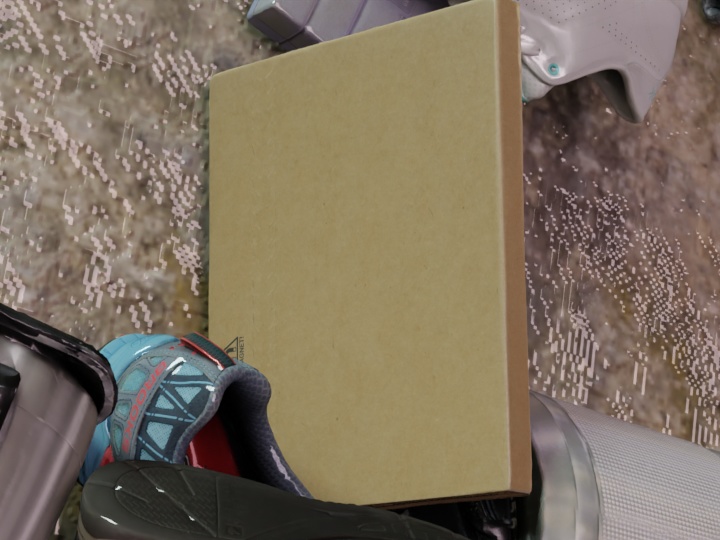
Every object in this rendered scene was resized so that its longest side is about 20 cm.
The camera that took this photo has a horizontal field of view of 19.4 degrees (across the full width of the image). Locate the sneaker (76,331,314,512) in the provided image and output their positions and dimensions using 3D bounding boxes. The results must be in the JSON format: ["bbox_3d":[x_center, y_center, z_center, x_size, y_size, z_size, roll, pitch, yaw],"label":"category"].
[{"bbox_3d":[-0.054,0.124,0.835,0.079,0.095,0.201,-26,106,-43],"label":"sneaker"}]

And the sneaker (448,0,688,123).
[{"bbox_3d":[0.071,-0.125,0.971,0.199,0.075,0.089,17,82,-31],"label":"sneaker"}]

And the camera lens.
[{"bbox_3d":[0.102,0.144,0.906,0.199,0.160,0.161,18,70,-28],"label":"camera lens"}]

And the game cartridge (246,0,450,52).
[{"bbox_3d":[0.033,-0.166,1.011,0.129,0.038,0.201,34,63,-18],"label":"game cartridge"}]

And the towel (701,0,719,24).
[{"bbox_3d":[0.247,-0.234,1.134,0.165,0.085,0.201,-3,81,-33],"label":"towel"}]

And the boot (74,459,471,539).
[{"bbox_3d":[-0.026,0.165,0.786,0.199,0.073,0.151,17,112,-11],"label":"boot"}]

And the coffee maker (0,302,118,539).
[{"bbox_3d":[-0.207,0.100,0.750,0.191,0.135,0.201,15,65,12],"label":"coffee maker"}]

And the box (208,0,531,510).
[{"bbox_3d":[0.000,0.000,0.873,0.021,0.163,0.201,14,71,-48],"label":"box"}]
